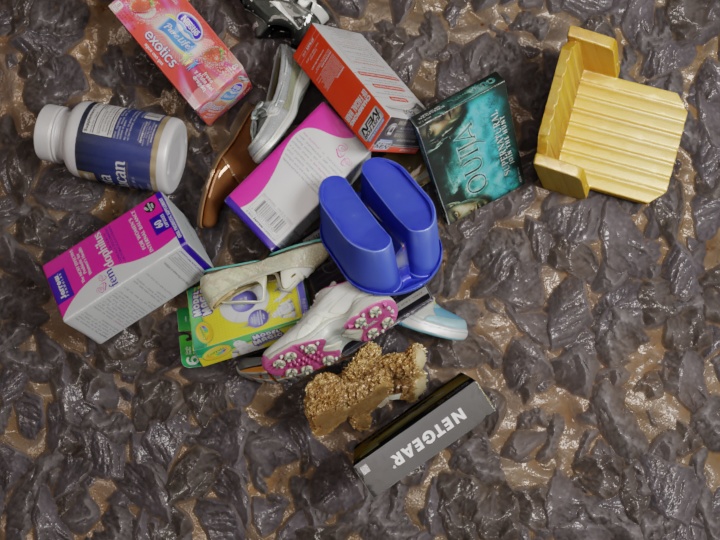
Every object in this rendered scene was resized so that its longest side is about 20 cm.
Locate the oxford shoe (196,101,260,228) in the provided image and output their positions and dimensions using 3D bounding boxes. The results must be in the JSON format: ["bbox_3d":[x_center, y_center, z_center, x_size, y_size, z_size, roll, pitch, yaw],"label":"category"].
[{"bbox_3d":[-0.181,-0.146,1.178,0.071,0.071,0.202,26,86,-2],"label":"oxford shoe"}]

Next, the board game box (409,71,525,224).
[{"bbox_3d":[0.156,-0.166,1.125,0.134,0.201,0.028,-28,48,-1],"label":"board game box"}]

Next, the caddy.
[{"bbox_3d":[0.024,-0.054,1.068,0.140,0.106,0.201,-25,50,-13],"label":"caddy"}]

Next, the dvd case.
[{"bbox_3d":[0.000,0.000,1.129,0.148,0.016,0.201,-32,58,10],"label":"dvd case"}]

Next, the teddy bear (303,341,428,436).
[{"bbox_3d":[0.009,0.163,1.139,0.198,0.146,0.067,-29,48,-5],"label":"teddy bear"}]

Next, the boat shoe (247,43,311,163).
[{"bbox_3d":[-0.123,-0.241,1.149,0.064,0.074,0.204,28,62,-14],"label":"boat shoe"}]

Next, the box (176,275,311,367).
[{"bbox_3d":[-0.171,0.061,1.149,0.198,0.049,0.118,-19,50,1],"label":"box"}]

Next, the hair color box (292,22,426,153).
[{"bbox_3d":[0.005,-0.256,1.126,0.201,0.110,0.064,53,124,25],"label":"hair color box"}]

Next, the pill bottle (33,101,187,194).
[{"bbox_3d":[-0.362,-0.182,1.159,0.197,0.111,0.113,11,87,2],"label":"pill bottle"}]

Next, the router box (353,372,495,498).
[{"bbox_3d":[0.084,0.223,1.109,0.199,0.157,0.053,-35,87,-2],"label":"router box"}]

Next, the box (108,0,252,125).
[{"bbox_3d":[-0.260,-0.326,1.172,0.094,0.103,0.200,-40,86,-2],"label":"box"}]

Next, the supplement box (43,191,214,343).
[{"bbox_3d":[-0.328,-0.002,1.133,0.199,0.103,0.102,-34,64,-1],"label":"supplement box"}]

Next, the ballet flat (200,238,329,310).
[{"bbox_3d":[-0.127,0.010,1.122,0.197,0.067,0.063,-16,78,4],"label":"ballet flat"}]

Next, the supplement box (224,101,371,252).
[{"bbox_3d":[-0.086,-0.130,1.159,0.200,0.103,0.101,-44,86,-1],"label":"supplement box"}]

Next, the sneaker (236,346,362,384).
[{"bbox_3d":[-0.086,0.111,1.164,0.197,0.078,0.078,-16,73,-4],"label":"sneaker"}]

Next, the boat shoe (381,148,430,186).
[{"bbox_3d":[0.107,-0.177,1.178,0.198,0.066,0.075,-29,79,3],"label":"boat shoe"}]

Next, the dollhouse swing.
[{"bbox_3d":[0.363,-0.208,1.134,0.174,0.182,0.203,16,86,22],"label":"dollhouse swing"}]

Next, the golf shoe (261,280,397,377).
[{"bbox_3d":[-0.048,0.072,1.078,0.198,0.076,0.092,-27,52,4],"label":"golf shoe"}]

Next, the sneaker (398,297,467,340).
[{"bbox_3d":[0.077,0.017,1.161,0.198,0.080,0.132,20,88,1],"label":"sneaker"}]

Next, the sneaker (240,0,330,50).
[{"bbox_3d":[-0.149,-0.398,1.192,0.199,0.066,0.091,31,85,0],"label":"sneaker"}]
